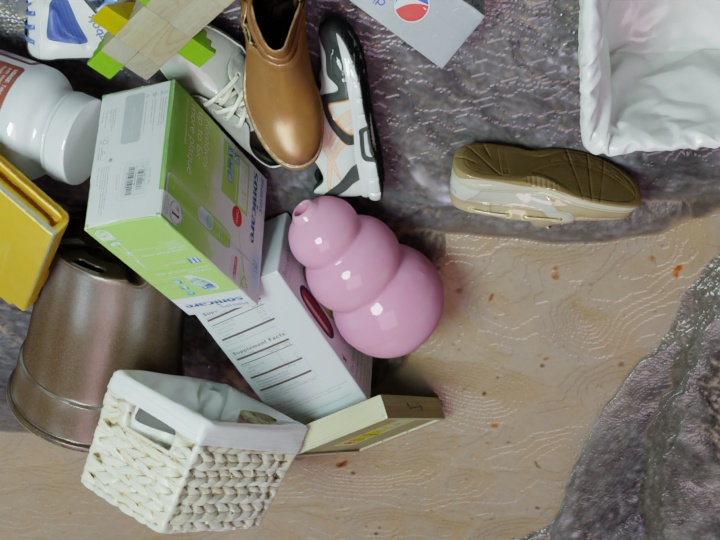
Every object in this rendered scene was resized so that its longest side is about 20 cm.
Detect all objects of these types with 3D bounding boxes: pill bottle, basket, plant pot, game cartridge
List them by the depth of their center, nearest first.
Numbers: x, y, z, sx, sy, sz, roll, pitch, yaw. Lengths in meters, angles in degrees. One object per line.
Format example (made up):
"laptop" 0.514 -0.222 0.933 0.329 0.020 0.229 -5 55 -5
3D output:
"basket" 0.288 -0.230 1.127 0.197 0.162 0.200 -3 125 5
"game cartridge" -0.367 -0.058 1.211 0.176 0.033 0.200 41 149 -2
"pill bottle" -0.348 -0.153 1.216 0.198 0.112 0.113 20 127 14
"basket" -0.170 0.188 1.296 0.134 0.199 0.125 24 94 29
"plant pot" -0.269 0.056 1.355 0.197 0.201 0.200 12 119 -5

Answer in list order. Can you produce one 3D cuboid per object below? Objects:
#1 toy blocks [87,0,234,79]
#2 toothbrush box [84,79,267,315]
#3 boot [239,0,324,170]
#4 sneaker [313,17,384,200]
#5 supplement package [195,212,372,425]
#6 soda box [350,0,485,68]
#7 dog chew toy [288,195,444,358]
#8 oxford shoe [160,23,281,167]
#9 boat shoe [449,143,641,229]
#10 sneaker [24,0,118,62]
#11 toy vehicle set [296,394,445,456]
"toy blocks" -0.154 -0.266 1.111 0.099 0.138 0.199 31 140 -29
"toothbrush box" -0.173 -0.066 1.231 0.085 0.148 0.200 -8 152 20
"boot" -0.068 -0.191 1.139 0.075 0.155 0.203 -5 95 -7
"sneaker" -0.026 -0.152 1.256 0.079 0.074 0.202 -3 125 8
"supplement package" -0.080 0.060 1.384 0.108 0.114 0.201 -23 122 18
"soda box" 0.019 -0.279 1.168 0.199 0.064 0.068 32 120 -19
"dog chew toy" 0.000 0.000 1.326 0.124 0.125 0.200 -30 122 22
"oxford shoe" -0.124 -0.171 1.235 0.075 0.058 0.200 -38 127 11
"boat shoe" 0.186 -0.080 1.302 0.197 0.074 0.070 11 138 -3
"sneaker" -0.294 -0.260 1.190 0.115 0.081 0.199 -38 117 24
"toy vehicle set" 0.009 0.176 1.434 0.123 0.027 0.200 -23 166 17
